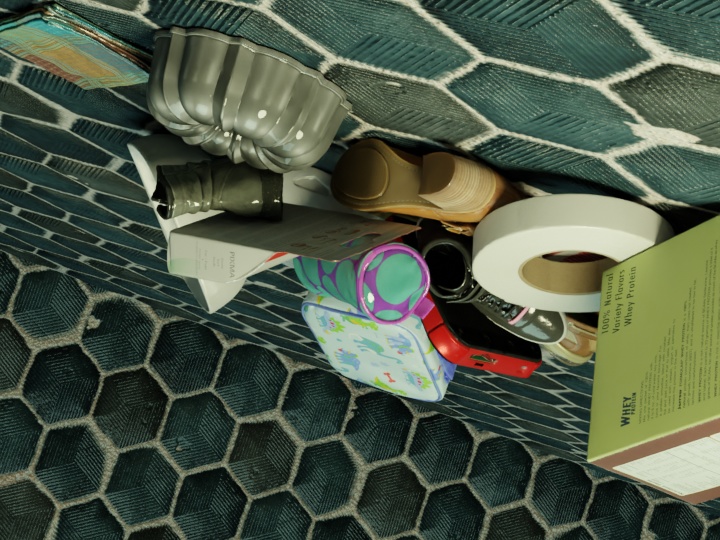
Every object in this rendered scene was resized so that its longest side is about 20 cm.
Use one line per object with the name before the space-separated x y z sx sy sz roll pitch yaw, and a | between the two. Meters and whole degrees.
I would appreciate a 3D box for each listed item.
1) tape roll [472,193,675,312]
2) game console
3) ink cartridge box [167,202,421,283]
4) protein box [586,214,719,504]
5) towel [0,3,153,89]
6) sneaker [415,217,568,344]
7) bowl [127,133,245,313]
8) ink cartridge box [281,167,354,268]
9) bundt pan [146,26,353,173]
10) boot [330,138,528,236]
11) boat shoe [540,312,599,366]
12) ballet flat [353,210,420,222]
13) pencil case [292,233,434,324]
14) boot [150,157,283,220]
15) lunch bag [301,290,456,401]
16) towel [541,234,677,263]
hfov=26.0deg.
tape roll | 0.206 -0.014 1.514 0.200 0.037 0.203 3 156 1
game console | 0.114 0.031 1.708 0.031 0.178 0.199 -39 150 24
ink cartridge box | -0.064 -0.022 1.524 0.198 0.051 0.160 13 -160 30
protein box | 0.324 0.080 1.401 0.134 0.200 0.200 23 150 -25
towel | -0.290 -0.219 1.569 0.146 0.022 0.199 26 168 -31
sneaker | 0.132 0.023 1.625 0.200 0.071 0.099 40 -158 -5
bowl | -0.190 -0.065 1.786 0.201 0.074 0.200 68 171 -18
ink cartridge box | -0.072 -0.060 1.836 0.143 0.085 0.200 18 169 -3
bundt pan | -0.112 -0.150 1.461 0.200 0.077 0.202 17 170 3
boot | 0.077 -0.070 1.564 0.154 0.074 0.199 23 171 -42
boat shoe | 0.195 0.022 1.708 0.199 0.076 0.074 35 132 -16
ballet flat | 0.036 -0.052 1.735 0.068 0.064 0.200 24 175 39
pencil case | 0.000 0.000 1.636 0.092 0.085 0.200 45 172 -22
boot | -0.147 -0.100 1.585 0.129 0.069 0.200 1 -162 -7
lunch bag | 0.030 0.071 1.814 0.159 0.083 0.201 14 154 24
towel | 0.297 0.003 1.602 0.143 0.023 0.199 -14 149 43
